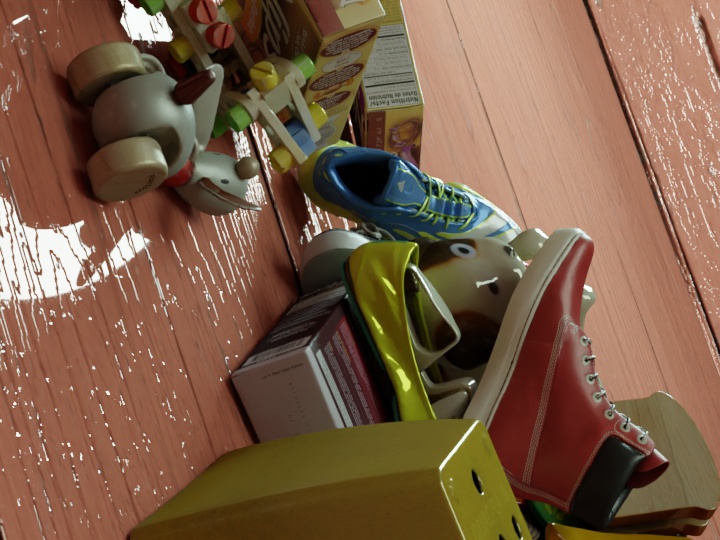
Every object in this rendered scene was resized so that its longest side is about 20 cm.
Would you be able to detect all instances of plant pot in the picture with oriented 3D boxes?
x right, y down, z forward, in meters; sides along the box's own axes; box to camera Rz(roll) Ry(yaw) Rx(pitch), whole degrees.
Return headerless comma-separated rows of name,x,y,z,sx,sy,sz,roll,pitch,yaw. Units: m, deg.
plant pot,0.008,0.193,1.219,0.201,0.175,0.200,68,17,-3

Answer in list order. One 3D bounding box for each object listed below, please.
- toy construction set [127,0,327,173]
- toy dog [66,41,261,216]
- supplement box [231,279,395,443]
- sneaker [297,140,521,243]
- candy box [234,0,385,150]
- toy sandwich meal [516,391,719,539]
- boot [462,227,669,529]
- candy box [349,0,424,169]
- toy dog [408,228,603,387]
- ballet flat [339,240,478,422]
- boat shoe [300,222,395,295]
toy construction set,-0.095,-0.171,1.435,0.131,0.092,0.201,27,-43,57
toy dog,-0.110,-0.092,1.342,0.133,0.096,0.200,68,16,-1
supplement box,-0.022,0.083,1.462,0.200,0.061,0.109,-50,119,-71
sneaker,0.044,-0.045,1.650,0.105,0.199,0.076,-163,-87,-82
candy box,-0.046,-0.177,1.526,0.116,0.055,0.200,62,-21,16
toy sandwich meal,0.170,0.156,1.512,0.204,0.070,0.206,14,42,-13
boot,0.164,0.076,1.456,0.072,0.143,0.201,56,53,-66
candy box,0.013,-0.191,1.858,0.117,0.056,0.201,92,-11,-59
toy dog,0.085,0.043,1.597,0.200,0.193,0.140,68,0,-60
ballet flat,0.046,0.072,1.469,0.067,0.067,0.201,-33,105,-74
boat shoe,0.003,-0.001,1.621,0.199,0.073,0.069,40,36,-59
